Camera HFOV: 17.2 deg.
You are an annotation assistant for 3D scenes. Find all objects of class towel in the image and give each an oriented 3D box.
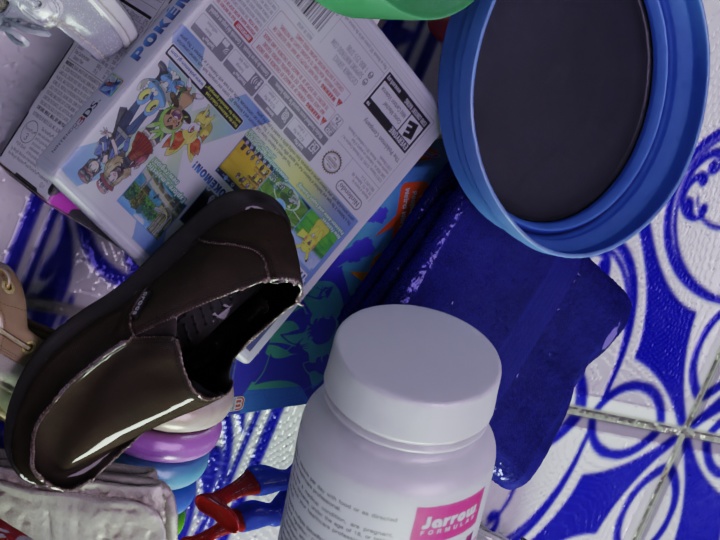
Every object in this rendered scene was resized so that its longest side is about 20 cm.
[{"bbox_3d":[0.074,0.030,1.443,0.148,0.049,0.200,-58,137,-9],"label":"towel"},{"bbox_3d":[-0.169,0.190,1.345,0.035,0.131,0.201,-71,167,-60],"label":"towel"}]

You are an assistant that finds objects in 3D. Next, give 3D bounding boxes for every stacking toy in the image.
[{"bbox_3d":[-0.136,0.142,1.370,0.085,0.085,0.201,-3,121,-39],"label":"stacking toy"}]

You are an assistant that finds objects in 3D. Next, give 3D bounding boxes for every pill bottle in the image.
[{"bbox_3d":[0.014,0.128,1.345,0.113,0.113,0.201,-14,130,-34],"label":"pill bottle"}]

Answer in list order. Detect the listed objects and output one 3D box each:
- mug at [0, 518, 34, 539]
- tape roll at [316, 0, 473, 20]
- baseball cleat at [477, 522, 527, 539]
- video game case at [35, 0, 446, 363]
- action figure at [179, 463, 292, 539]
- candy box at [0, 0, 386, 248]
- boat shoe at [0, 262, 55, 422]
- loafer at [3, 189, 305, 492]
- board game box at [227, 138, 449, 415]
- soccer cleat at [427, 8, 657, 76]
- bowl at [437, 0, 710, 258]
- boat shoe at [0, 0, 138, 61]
[{"bbox_3d":[-0.222,0.166,1.208,0.134,0.199,0.178,-48,139,-15],"label":"mug"},{"bbox_3d":[0.019,-0.232,1.234,0.200,0.048,0.202,-9,101,-54],"label":"tape roll"},{"bbox_3d":[0.037,0.218,1.571,0.199,0.069,0.107,-14,115,-46],"label":"baseball cleat"},{"bbox_3d":[-0.056,-0.069,1.267,0.183,0.022,0.200,-50,138,-7],"label":"video game case"},{"bbox_3d":[-0.024,0.128,1.451,0.200,0.052,0.066,-28,144,-46],"label":"action figure"},{"bbox_3d":[-0.085,-0.104,1.281,0.136,0.061,0.201,33,91,-46],"label":"candy box"},{"bbox_3d":[-0.207,0.022,1.247,0.067,0.074,0.200,-53,145,-8],"label":"boat shoe"},{"bbox_3d":[-0.107,0.046,1.233,0.200,0.071,0.073,-47,136,10],"label":"loafer"},{"bbox_3d":[0.000,0.000,1.422,0.199,0.045,0.153,-7,117,-39],"label":"board game box"},{"bbox_3d":[0.119,-0.158,1.433,0.199,0.066,0.077,5,81,-37],"label":"soccer cleat"},{"bbox_3d":[0.123,-0.109,1.372,0.200,0.039,0.202,-10,105,-40],"label":"bowl"},{"bbox_3d":[-0.191,-0.158,1.157,0.065,0.074,0.202,-50,133,4],"label":"boat shoe"}]
